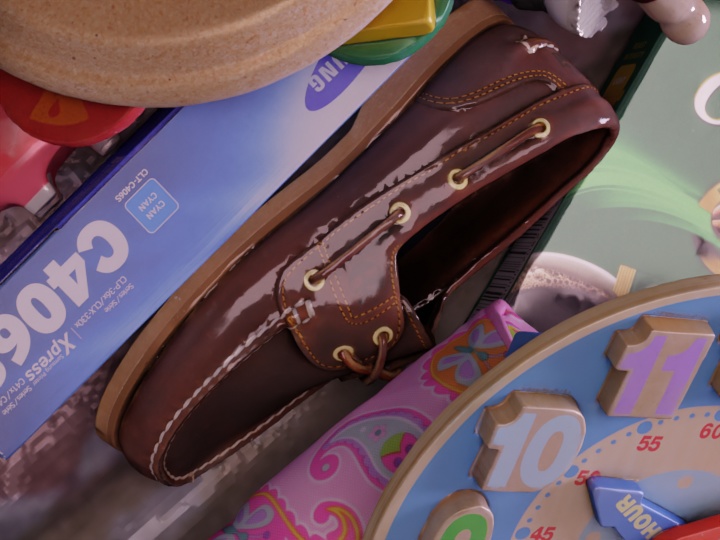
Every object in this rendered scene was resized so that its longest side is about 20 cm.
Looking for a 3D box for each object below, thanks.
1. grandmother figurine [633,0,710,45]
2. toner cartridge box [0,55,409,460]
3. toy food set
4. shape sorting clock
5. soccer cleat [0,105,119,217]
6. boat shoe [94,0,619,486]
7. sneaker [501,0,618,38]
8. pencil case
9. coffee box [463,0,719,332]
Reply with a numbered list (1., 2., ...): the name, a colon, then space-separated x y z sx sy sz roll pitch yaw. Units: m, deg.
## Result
1. grandmother figurine: 0.101 -0.135 0.913 0.199 0.060 0.122 7 74 -45
2. toner cartridge box: -0.062 -0.025 0.956 0.200 0.095 0.043 -45 98 -6
3. toy food set: -0.062 -0.137 0.911 0.199 0.049 0.199 -5 72 5
4. shape sorting clock: 0.093 0.083 0.909 0.199 0.039 0.201 -12 127 -16
5. soccer cleat: -0.074 -0.106 0.970 0.076 0.067 0.200 42 86 -3
6. boat shoe: 0.000 0.000 0.968 0.070 0.070 0.200 43 88 19
7. sneaker: 0.066 -0.183 0.991 0.099 0.070 0.201 17 72 18
8. pencil case: -0.002 0.098 0.953 0.200 0.087 0.088 -37 97 5
9. coffee box: 0.133 -0.026 1.016 0.123 0.044 0.201 33 84 -8
